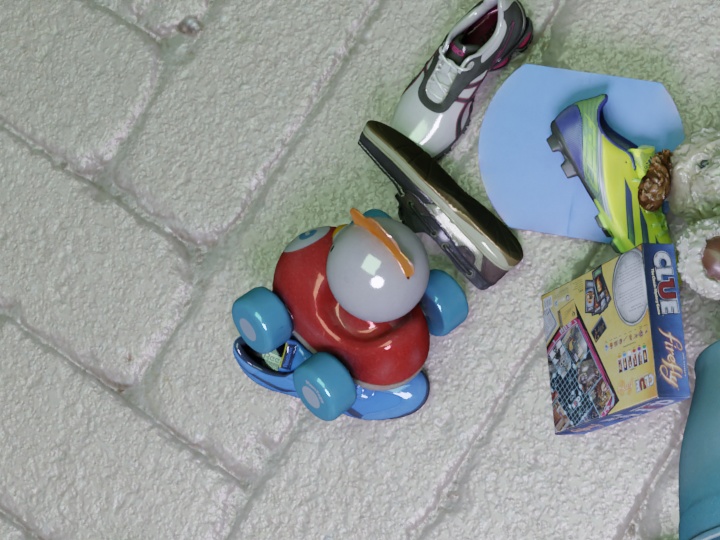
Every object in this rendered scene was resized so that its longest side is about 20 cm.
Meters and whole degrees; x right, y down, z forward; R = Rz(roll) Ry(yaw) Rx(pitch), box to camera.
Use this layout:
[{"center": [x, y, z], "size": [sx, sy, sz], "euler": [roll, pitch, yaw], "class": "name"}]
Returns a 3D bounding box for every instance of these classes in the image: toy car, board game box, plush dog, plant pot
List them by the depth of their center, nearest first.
[{"center": [0.366, 0.158, 1.509], "size": [0.198, 0.200, 0.190], "euler": [-9, 62, 15], "class": "plant pot"}, {"center": [0.226, 0.066, 1.571], "size": [0.034, 0.200, 0.137], "euler": [1, 76, -20], "class": "board game box"}, {"center": [0.347, -0.054, 1.579], "size": [0.198, 0.161, 0.173], "euler": [-19, 68, -10], "class": "plush dog"}, {"center": [0.000, 0.000, 1.611], "size": [0.184, 0.201, 0.177], "euler": [-34, 67, -27], "class": "toy car"}, {"center": [0.214, -0.113, 1.681], "size": [0.198, 0.039, 0.160], "euler": [9, 102, 11], "class": "board game box"}]

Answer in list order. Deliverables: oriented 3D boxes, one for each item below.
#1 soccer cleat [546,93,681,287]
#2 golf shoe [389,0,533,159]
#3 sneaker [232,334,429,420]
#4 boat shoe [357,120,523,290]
[{"center": [0.252, -0.072, 1.626], "size": [0.083, 0.065, 0.201], "euler": [-33, 92, 9], "class": "soccer cleat"}, {"center": [0.086, -0.193, 1.718], "size": [0.077, 0.088, 0.201], "euler": [37, 93, 19], "class": "golf shoe"}, {"center": [-0.033, 0.100, 1.700], "size": [0.198, 0.078, 0.067], "euler": [13, 81, 18], "class": "sneaker"}, {"center": [0.067, -0.060, 1.688], "size": [0.201, 0.072, 0.066], "euler": [42, 111, 2], "class": "boat shoe"}]
